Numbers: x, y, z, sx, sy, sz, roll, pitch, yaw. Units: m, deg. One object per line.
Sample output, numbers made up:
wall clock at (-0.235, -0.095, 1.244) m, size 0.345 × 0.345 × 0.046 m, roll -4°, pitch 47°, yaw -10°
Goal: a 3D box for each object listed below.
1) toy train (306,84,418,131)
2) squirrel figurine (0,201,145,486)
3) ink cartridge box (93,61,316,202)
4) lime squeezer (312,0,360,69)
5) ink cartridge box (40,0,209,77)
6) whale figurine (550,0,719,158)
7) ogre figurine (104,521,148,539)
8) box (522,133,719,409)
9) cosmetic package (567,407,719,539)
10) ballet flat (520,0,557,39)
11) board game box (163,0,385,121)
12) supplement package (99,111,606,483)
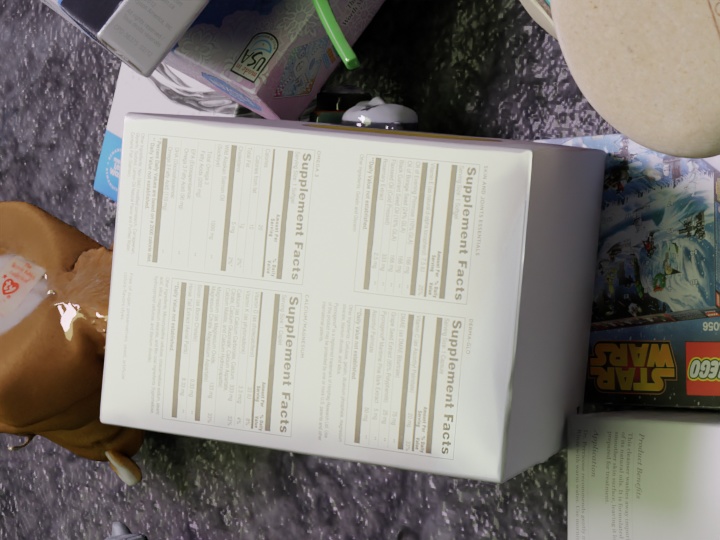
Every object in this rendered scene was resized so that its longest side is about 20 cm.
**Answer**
toy train at (0.000, 0.000, 1.166) m, size 0.114 × 0.085 × 0.201 m, roll -164°, pitch 75°, yaw -65°
squirrel figurine at (-0.155, 0.056, 1.283) m, size 0.199 × 0.187 × 0.142 m, roll -10°, pitch 56°, yaw 15°
ink cartridge box at (-0.083, -0.124, 1.279) m, size 0.116 × 0.067 × 0.201 m, roll 28°, pitch 109°, yaw 42°
lime squeezer at (-0.014, -0.192, 1.125) m, size 0.038 × 0.070 × 0.201 m, roll 95°, pitch -173°, yaw -64°
ink cartridge box at (-0.095, -0.212, 1.145) m, size 0.200 × 0.043 × 0.198 m, roll -50°, pitch 30°, yaw -2°
whale figurine at (0.181, -0.125, 0.918) m, size 0.199 × 0.104 × 0.160 m, roll -10°, pitch 109°, yaw 42°
ogre figurine at (-0.139, 0.243, 1.319) m, size 0.120 × 0.098 × 0.201 m, roll 35°, pitch 126°, yaw 27°
box at (0.123, 0.000, 1.088) m, size 0.199 × 0.040 × 0.138 m, roll -1°, pitch 89°, yaw 46°
cosmetic package at (0.194, 0.123, 0.988) m, size 0.199 × 0.081 × 0.114 m, roll 3°, pitch 92°, yaw 45°
ballet flat at (0.089, -0.177, 1.098) m, size 0.069 × 0.069 × 0.200 m, roll -40°, pitch 84°, yaw 38°
board game box at (-0.052, -0.199, 1.200) m, size 0.200 × 0.043 × 0.199 m, roll 30°, pitch 82°, yaw 41°
supplement package at (0.000, 0.007, 1.029) m, size 0.199 × 0.152 × 0.152 m, roll 7°, pitch 95°, yaw 19°
